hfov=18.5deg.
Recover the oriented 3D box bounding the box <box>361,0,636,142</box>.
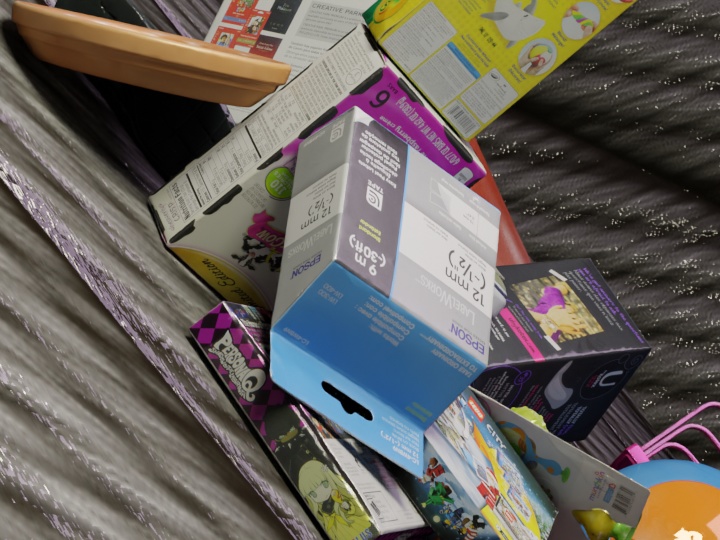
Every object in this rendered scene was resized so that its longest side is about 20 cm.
[{"bbox_3d":[0.112,-0.196,1.519,0.117,0.200,0.048,45,12,-36],"label":"box"}]

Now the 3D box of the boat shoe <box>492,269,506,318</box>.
[{"bbox_3d":[0.047,-0.047,1.679,0.200,0.062,0.072,45,-10,-12],"label":"boat shoe"}]

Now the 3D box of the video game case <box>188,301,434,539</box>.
[{"bbox_3d":[-0.024,0.107,1.474,0.182,0.036,0.200,55,9,11],"label":"video game case"}]

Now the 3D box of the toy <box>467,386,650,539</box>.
[{"bbox_3d":[0.121,0.141,1.631,0.199,0.116,0.047,33,44,19],"label":"toy"}]

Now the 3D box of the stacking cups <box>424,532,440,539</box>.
[{"bbox_3d":[0.056,0.170,1.589,0.201,0.060,0.060,58,10,15],"label":"stacking cups"}]

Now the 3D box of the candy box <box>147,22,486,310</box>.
[{"bbox_3d":[-0.030,-0.059,1.555,0.136,0.200,0.061,43,14,-40],"label":"candy box"}]

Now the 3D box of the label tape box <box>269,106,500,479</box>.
[{"bbox_3d":[0.018,0.013,1.445,0.143,0.066,0.201,35,42,-30],"label":"label tape box"}]

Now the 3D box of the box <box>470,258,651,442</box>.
[{"bbox_3d":[0.115,0.072,1.792,0.199,0.123,0.106,-4,49,-39],"label":"box"}]

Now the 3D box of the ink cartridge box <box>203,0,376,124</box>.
[{"bbox_3d":[-0.029,-0.175,1.840,0.199,0.177,0.084,16,-15,36],"label":"ink cartridge box"}]

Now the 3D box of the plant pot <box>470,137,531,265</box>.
[{"bbox_3d":[0.049,-0.049,2.030,0.196,0.200,0.201,60,8,-6],"label":"plant pot"}]

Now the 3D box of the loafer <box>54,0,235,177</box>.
[{"bbox_3d":[-0.151,-0.138,1.678,0.201,0.073,0.072,54,4,2],"label":"loafer"}]

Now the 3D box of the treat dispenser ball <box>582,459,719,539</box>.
[{"bbox_3d":[0.249,0.254,1.784,0.201,0.200,0.201,51,9,-11],"label":"treat dispenser ball"}]

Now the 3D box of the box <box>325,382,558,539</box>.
[{"bbox_3d":[0.057,0.121,1.533,0.201,0.038,0.137,54,18,-4],"label":"box"}]

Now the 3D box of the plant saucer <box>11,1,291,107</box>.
[{"bbox_3d":[-0.148,-0.148,1.540,0.198,0.038,0.200,13,7,-2],"label":"plant saucer"}]

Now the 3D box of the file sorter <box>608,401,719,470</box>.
[{"bbox_3d":[0.285,0.230,1.998,0.139,0.125,0.200,54,-30,14],"label":"file sorter"}]
